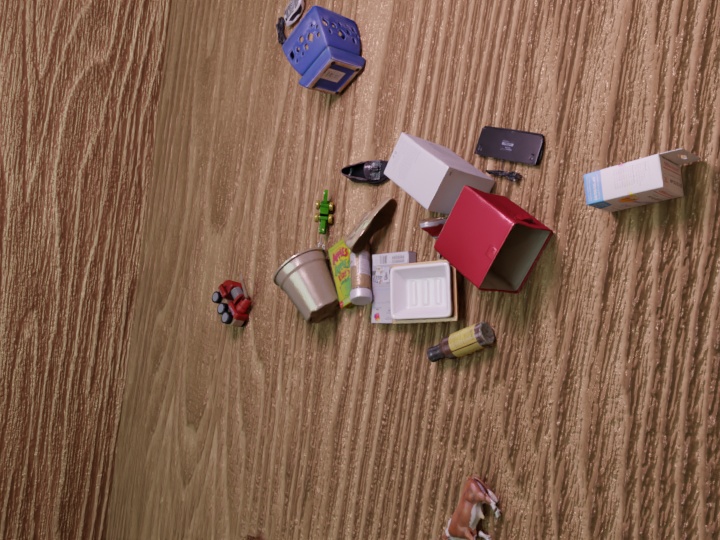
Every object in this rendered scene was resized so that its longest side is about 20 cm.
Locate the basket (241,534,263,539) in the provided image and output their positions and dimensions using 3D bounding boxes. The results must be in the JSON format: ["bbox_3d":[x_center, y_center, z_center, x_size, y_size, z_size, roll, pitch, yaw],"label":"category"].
[{"bbox_3d":[-0.387,1.071,2.237,0.144,0.146,0.203,-94,29,-63],"label":"basket"}]

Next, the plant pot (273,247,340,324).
[{"bbox_3d":[-0.156,0.062,2.004,0.201,0.198,0.186,-46,67,34],"label":"plant pot"}]

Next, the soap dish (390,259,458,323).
[{"bbox_3d":[0.175,0.059,1.664,0.196,0.081,0.162,-5,82,32],"label":"soap dish"}]

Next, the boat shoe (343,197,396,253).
[{"bbox_3d":[0.025,-0.147,1.848,0.200,0.071,0.064,-48,53,1],"label":"boat shoe"}]

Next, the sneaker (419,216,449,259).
[{"bbox_3d":[0.213,-0.079,1.584,0.070,0.198,0.116,2,95,34],"label":"sneaker"}]

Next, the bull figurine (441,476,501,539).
[{"bbox_3d":[0.275,0.619,1.537,0.120,0.064,0.205,26,107,42],"label":"bull figurine"}]

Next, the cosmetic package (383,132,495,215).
[{"bbox_3d":[0.203,-0.240,1.601,0.200,0.196,0.125,45,117,41],"label":"cosmetic package"}]

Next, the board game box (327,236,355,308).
[{"bbox_3d":[-0.037,0.007,1.959,0.101,0.047,0.205,-33,63,42],"label":"board game box"}]

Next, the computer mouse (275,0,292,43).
[{"bbox_3d":[-0.255,-0.947,2.305,0.199,0.043,0.112,-36,56,47],"label":"computer mouse"}]

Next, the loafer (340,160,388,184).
[{"bbox_3d":[0.017,-0.304,1.917,0.197,0.062,0.074,4,89,48],"label":"loafer"}]

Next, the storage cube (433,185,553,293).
[{"bbox_3d":[0.313,-0.072,1.482,0.180,0.168,0.203,46,119,40],"label":"storage cube"}]

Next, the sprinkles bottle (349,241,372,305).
[{"bbox_3d":[0.000,0.000,1.873,0.068,0.067,0.205,-29,52,42],"label":"sprinkles bottle"}]

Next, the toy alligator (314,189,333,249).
[{"bbox_3d":[-0.124,-0.166,2.074,0.054,0.058,0.206,-102,17,-89],"label":"toy alligator"}]

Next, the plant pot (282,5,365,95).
[{"bbox_3d":[-0.111,-0.697,2.007,0.199,0.197,0.184,-35,67,39],"label":"plant pot"}]

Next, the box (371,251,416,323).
[{"bbox_3d":[0.096,0.052,1.810,0.154,0.041,0.206,-5,81,49],"label":"box"}]

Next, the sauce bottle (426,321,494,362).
[{"bbox_3d":[0.253,0.190,1.602,0.198,0.064,0.066,-28,66,42],"label":"sauce bottle"}]

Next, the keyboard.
[{"bbox_3d":[0.367,-0.291,1.557,0.198,0.020,0.130,24,99,48],"label":"keyboard"}]

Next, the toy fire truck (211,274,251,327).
[{"bbox_3d":[-0.484,0.091,2.413,0.201,0.127,0.177,-50,51,18],"label":"toy fire truck"}]

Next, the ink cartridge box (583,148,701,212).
[{"bbox_3d":[0.569,-0.177,1.246,0.197,0.113,0.070,-13,77,47],"label":"ink cartridge box"}]
